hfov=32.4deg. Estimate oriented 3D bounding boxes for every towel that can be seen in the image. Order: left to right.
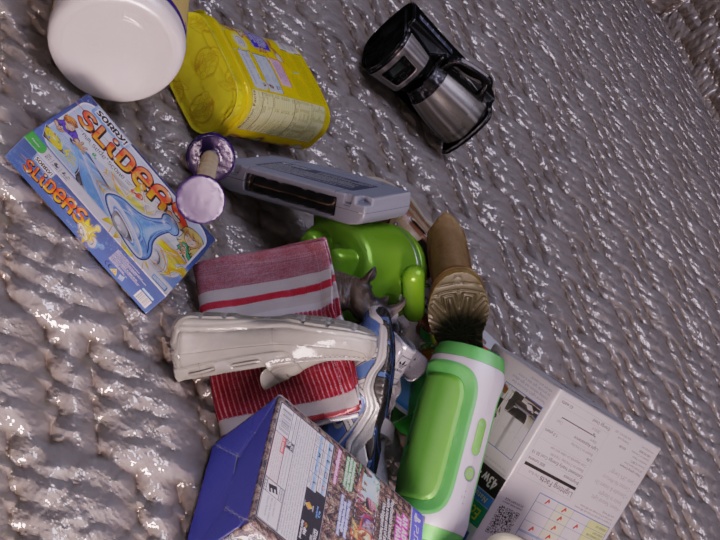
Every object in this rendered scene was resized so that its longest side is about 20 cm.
[{"bbox_3d":[-0.084,0.064,1.223,0.023,0.142,0.202,84,-6,-59],"label":"towel"}]

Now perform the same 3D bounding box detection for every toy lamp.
[{"bbox_3d":[-0.165,-0.105,1.331,0.058,0.058,0.201,44,15,-17],"label":"toy lamp"}]

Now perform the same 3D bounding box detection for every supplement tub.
[{"bbox_3d":[-0.257,-0.297,1.344,0.145,0.145,0.202,34,34,-31],"label":"supplement tub"}]

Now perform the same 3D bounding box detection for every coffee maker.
[{"bbox_3d":[0.102,-0.310,1.958,0.200,0.135,0.192,42,7,-22],"label":"coffee maker"}]

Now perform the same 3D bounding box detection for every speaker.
[{"bbox_3d":[0.089,0.180,1.274,0.088,0.088,0.203,28,72,-38],"label":"speaker"}]

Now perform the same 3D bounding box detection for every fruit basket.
[{"bbox_3d":[0.121,0.131,1.473,0.185,0.093,0.201,44,49,-17],"label":"fruit basket"}]

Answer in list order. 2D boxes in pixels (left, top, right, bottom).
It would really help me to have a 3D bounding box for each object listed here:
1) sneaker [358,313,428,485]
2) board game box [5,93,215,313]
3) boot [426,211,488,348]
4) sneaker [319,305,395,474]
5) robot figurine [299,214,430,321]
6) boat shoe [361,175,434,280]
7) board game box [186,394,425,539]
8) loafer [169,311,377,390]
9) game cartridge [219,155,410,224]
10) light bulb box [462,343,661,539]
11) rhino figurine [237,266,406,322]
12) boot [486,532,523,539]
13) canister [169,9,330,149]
[{"bbox_3d":[0.017,0.137,1.302,0.075,0.114,0.202,33,32,-52],"label":"sneaker"},{"bbox_3d":[-0.242,-0.069,1.228,0.200,0.034,0.136,49,28,-10],"label":"board game box"},{"bbox_3d":[0.102,0.005,1.412,0.202,0.065,0.177,-93,179,-47],"label":"boot"},{"bbox_3d":[-0.011,0.130,1.233,0.076,0.076,0.203,65,37,-72],"label":"sneaker"},{"bbox_3d":[0.000,0.000,1.437,0.174,0.117,0.199,32,16,32],"label":"robot figurine"},{"bbox_3d":[0.050,-0.051,1.621,0.199,0.075,0.072,34,35,-30],"label":"boat shoe"},{"bbox_3d":[-0.046,0.244,1.112,0.200,0.096,0.160,42,30,-20],"label":"board game box"},{"bbox_3d":[-0.082,0.078,1.174,0.070,0.196,0.071,-43,135,-84],"label":"loafer"},{"bbox_3d":[-0.049,-0.094,1.434,0.198,0.042,0.133,17,11,27],"label":"game cartridge"},{"bbox_3d":[0.190,0.223,1.361,0.197,0.202,0.125,30,2,-37],"label":"light bulb box"},{"bbox_3d":[-0.048,0.037,1.292,0.197,0.060,0.088,-5,56,-8],"label":"rhino figurine"},{"bbox_3d":[0.155,0.318,1.227,0.199,0.107,0.076,30,34,-40],"label":"boot"},{"bbox_3d":[-0.136,-0.226,1.515,0.199,0.086,0.150,3,55,-57],"label":"canister"}]
